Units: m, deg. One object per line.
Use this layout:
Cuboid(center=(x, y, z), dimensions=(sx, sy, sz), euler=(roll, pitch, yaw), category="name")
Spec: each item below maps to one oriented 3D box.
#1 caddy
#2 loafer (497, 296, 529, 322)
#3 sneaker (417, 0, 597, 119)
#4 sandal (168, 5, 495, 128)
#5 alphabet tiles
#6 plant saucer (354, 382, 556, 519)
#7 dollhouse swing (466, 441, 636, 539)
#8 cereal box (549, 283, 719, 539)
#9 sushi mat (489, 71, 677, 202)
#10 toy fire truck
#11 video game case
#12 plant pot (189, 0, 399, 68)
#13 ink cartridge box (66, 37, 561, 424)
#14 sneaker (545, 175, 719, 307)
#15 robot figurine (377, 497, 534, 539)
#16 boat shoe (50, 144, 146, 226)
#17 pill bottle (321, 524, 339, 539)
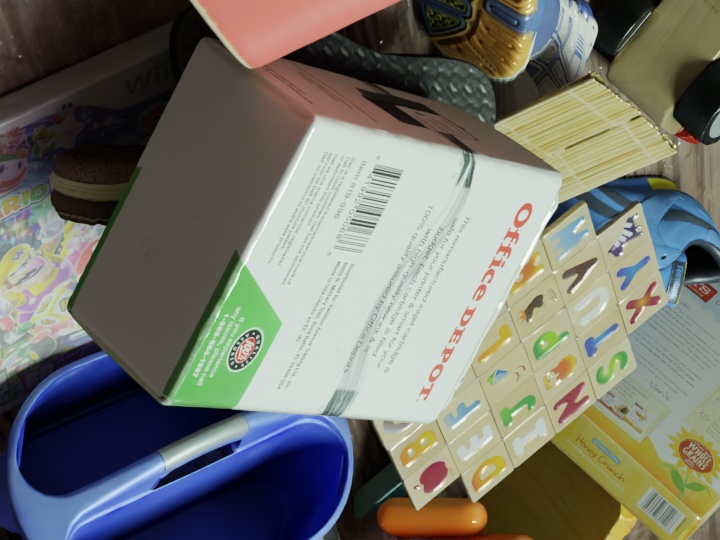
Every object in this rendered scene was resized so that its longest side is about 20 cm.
Cuboid(center=(-0.099, 0.106, 1.194), dimensions=(0.200, 0.142, 0.105), euler=(-23, 167, -35), category="caddy")
Cuboid(center=(0.057, 0.036, 1.378), dimensions=(0.075, 0.070, 0.200), euler=(-29, 162, -18), category="loafer")
Cuboid(center=(0.084, -0.135, 1.215), dimensions=(0.088, 0.075, 0.200), euler=(-40, 158, -20), category="sneaker")
Cuboid(center=(-0.019, -0.085, 1.132), dimensions=(0.200, 0.048, 0.076), euler=(12, 87, -40), category="sandal")
Cuboid(center=(0.095, 0.050, 1.313), dimensions=(0.200, 0.006, 0.167), euler=(-38, 142, -12), category="alphabet tiles")
Cuboid(center=(0.053, 0.109, 1.429), dimensions=(0.070, 0.019, 0.200), euler=(-24, 170, -28), category="plant saucer")
Cuboid(center=(0.182, 0.165, 1.582), dimensions=(0.175, 0.182, 0.200), euler=(12, 120, -31), category="dollhouse swing")
Cuboid(center=(0.201, 0.077, 1.461), dimensions=(0.200, 0.144, 0.040), euler=(-33, 160, -48), category="cereal box")
Cuboid(center=(0.066, -0.047, 1.240), dimensions=(0.200, 0.012, 0.096), euler=(-24, 144, 24), category="sushi mat")
Cuboid(center=(0.253, -0.142, 1.352), dimensions=(0.176, 0.129, 0.200), euler=(-51, 159, 10), category="toy fire truck")
Cuboid(center=(-0.143, -0.020, 1.136), dimensions=(0.143, 0.018, 0.200), euler=(-27, 144, -23), category="video game case")
Cuboid(center=(-0.014, -0.189, 0.939), dimensions=(0.177, 0.201, 0.200), euler=(-35, 148, 4), category="plant pot")
Cuboid(center=(-0.016, -0.012, 1.058), dimensions=(0.200, 0.083, 0.147), euler=(11, 112, -52), category="ink cartridge box")
Cuboid(center=(0.158, -0.013, 1.421), dimensions=(0.200, 0.078, 0.066), euler=(-5, 133, -43), category="sneaker")
Cuboid(center=(0.054, 0.230, 1.452), dimensions=(0.117, 0.199, 0.144), euler=(-70, 145, -48), category="robot figurine")
Cuboid(center=(-0.069, -0.018, 1.114), dimensions=(0.202, 0.075, 0.075), euler=(1, 101, -48), category="boat shoe")
Cuboid(center=(-0.117, 0.180, 1.307), dimensions=(0.200, 0.112, 0.112), euler=(-14, 138, -38), category="pill bottle")
